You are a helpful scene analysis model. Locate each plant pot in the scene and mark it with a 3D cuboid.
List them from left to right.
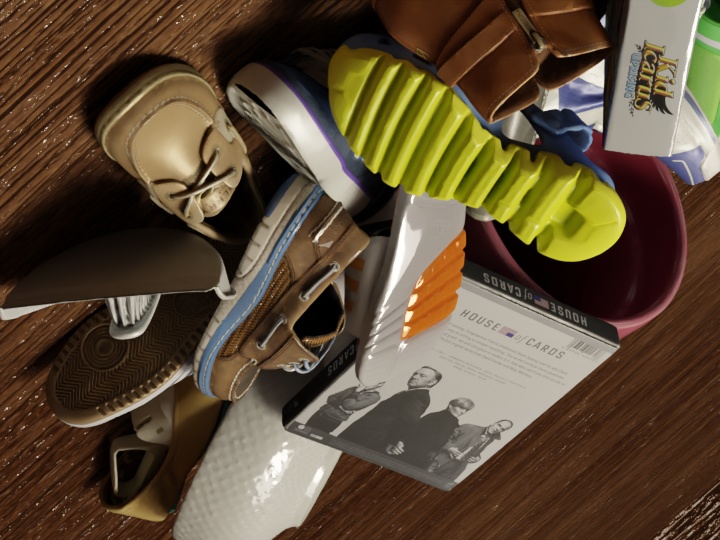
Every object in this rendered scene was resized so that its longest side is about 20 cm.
[{"bbox_3d":[0.110,-0.018,1.797,0.199,0.201,0.179,-23,171,-40],"label":"plant pot"}]

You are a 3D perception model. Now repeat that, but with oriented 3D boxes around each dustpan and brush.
[{"bbox_3d":[-0.135,0.004,1.530,0.139,0.058,0.200,-5,-158,9],"label":"dustpan and brush"}]

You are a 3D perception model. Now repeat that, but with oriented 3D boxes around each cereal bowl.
[{"bbox_3d":[-0.059,0.129,1.833,0.201,0.083,0.200,-62,176,-8],"label":"cereal bowl"}]

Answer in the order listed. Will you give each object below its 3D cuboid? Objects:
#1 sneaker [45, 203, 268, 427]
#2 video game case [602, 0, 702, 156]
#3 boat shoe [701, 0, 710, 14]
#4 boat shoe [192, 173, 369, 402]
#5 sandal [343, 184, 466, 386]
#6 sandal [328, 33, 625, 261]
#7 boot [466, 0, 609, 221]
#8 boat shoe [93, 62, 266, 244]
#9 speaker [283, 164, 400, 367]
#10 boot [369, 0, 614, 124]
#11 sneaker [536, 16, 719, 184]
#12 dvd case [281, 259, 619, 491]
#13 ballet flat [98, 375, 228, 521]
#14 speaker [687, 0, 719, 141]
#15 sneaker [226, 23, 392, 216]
[{"bbox_3d":[-0.119,0.046,1.667,0.200,0.070,0.109,-40,160,-7],"label":"sneaker"},{"bbox_3d":[0.176,-0.199,1.446,0.201,0.045,0.182,-82,179,-48],"label":"video game case"},{"bbox_3d":[0.236,-0.210,1.768,0.199,0.062,0.075,-31,159,-22],"label":"boat shoe"},{"bbox_3d":[-0.050,0.029,1.551,0.072,0.072,0.200,-52,172,-39],"label":"boat shoe"},{"bbox_3d":[0.028,-0.026,1.576,0.079,0.059,0.208,-13,125,-45],"label":"sandal"},{"bbox_3d":[0.068,-0.082,1.461,0.080,0.199,0.087,-47,-160,35],"label":"sandal"},{"bbox_3d":[0.096,-0.117,1.566,0.182,0.072,0.201,-71,-176,-56],"label":"boot"},{"bbox_3d":[-0.097,-0.066,1.462,0.071,0.065,0.200,-41,161,3],"label":"boat shoe"},{"bbox_3d":[0.000,0.000,1.695,0.081,0.081,0.201,-34,145,-16],"label":"speaker"},{"bbox_3d":[0.100,-0.187,1.421,0.200,0.155,0.074,-37,161,-7],"label":"boot"},{"bbox_3d":[0.159,-0.125,1.712,0.115,0.081,0.199,-37,124,10],"label":"sneaker"},{"bbox_3d":[0.061,0.075,1.707,0.150,0.025,0.200,23,132,-28],"label":"dvd case"},{"bbox_3d":[-0.147,0.125,1.810,0.063,0.069,0.200,4,140,-20],"label":"ballet flat"},{"bbox_3d":[0.277,-0.171,1.898,0.088,0.089,0.200,-35,160,-12],"label":"speaker"},{"bbox_3d":[0.004,-0.124,1.522,0.147,0.080,0.200,-49,157,-3],"label":"sneaker"}]
